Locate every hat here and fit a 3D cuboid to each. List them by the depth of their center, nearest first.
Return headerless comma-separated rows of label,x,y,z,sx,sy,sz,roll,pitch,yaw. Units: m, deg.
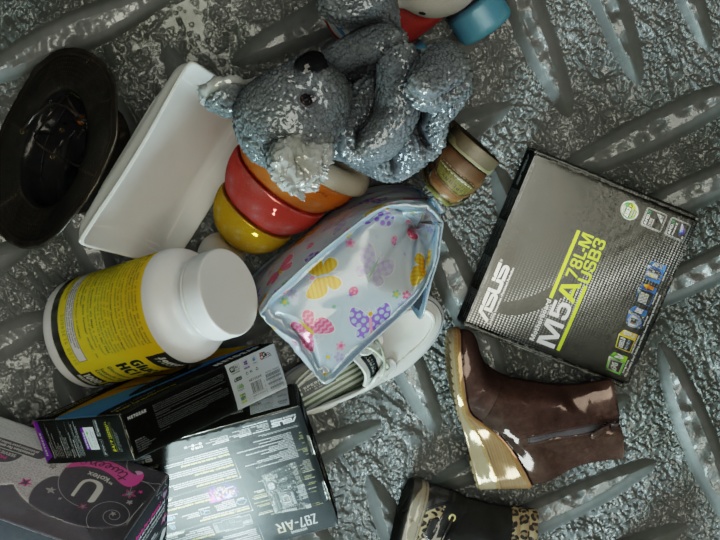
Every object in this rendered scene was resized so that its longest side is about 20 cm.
hat,-0.278,-0.110,1.667,0.081,0.201,0.201,20,98,-48

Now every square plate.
square plate,-0.182,-0.101,1.658,0.028,0.200,0.198,33,94,19

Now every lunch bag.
lunch bag,0.000,0.000,1.697,0.200,0.170,0.127,-43,103,0

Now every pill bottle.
pill bottle,-0.202,0.042,1.655,0.200,0.112,0.113,-16,105,35

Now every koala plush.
koala plush,-0.032,-0.145,1.553,0.200,0.177,0.184,-22,146,-33

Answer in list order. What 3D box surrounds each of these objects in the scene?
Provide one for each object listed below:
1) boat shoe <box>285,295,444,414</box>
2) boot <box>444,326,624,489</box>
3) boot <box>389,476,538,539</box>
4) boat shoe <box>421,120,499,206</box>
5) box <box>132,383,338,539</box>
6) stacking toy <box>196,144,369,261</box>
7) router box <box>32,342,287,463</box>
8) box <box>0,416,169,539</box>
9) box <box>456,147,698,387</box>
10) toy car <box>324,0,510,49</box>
boat shoe,0.004,0.097,1.767,0.200,0.067,0.074,-35,103,-1
boot,0.181,0.131,1.791,0.166,0.072,0.200,-15,113,1
boot,0.101,0.327,1.820,0.150,0.073,0.200,10,93,-10
boat shoe,0.090,-0.104,1.681,0.072,0.200,0.068,40,97,1
box,-0.137,0.213,1.742,0.200,0.044,0.160,-16,121,2
stacking toy,-0.101,-0.067,1.709,0.146,0.146,0.200,38,109,-12
router box,-0.193,0.128,1.656,0.200,0.149,0.051,-24,100,-43
box,-0.303,0.243,1.669,0.200,0.132,0.115,18,129,12
box,0.226,-0.003,1.792,0.193,0.048,0.200,22,96,-13
toy car,0.051,-0.279,1.641,0.177,0.200,0.184,-34,102,-1
